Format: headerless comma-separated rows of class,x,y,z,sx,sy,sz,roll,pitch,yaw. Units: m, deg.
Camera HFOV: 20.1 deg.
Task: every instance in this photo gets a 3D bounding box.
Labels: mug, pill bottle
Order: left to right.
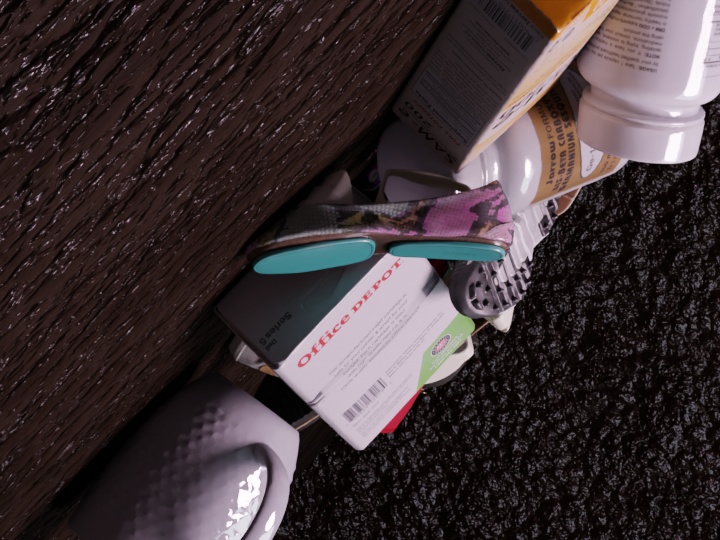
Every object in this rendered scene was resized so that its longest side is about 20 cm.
mug,-0.125,0.188,1.686,0.176,0.147,0.200,-55,-149,-6
pill bottle,0.115,-0.103,1.598,0.199,0.115,0.114,-22,161,-36
pill bottle,0.222,-0.189,1.510,0.113,0.113,0.202,-35,138,-62

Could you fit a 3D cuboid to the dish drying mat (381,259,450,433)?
dish drying mat,0.055,0.057,1.781,0.077,0.018,0.201,13,112,-49

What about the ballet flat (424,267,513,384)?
ballet flat,0.082,0.043,1.722,0.200,0.072,0.068,-41,133,-4

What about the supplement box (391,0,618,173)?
supplement box,0.115,-0.171,1.443,0.126,0.074,0.200,-42,173,-31

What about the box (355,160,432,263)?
box,0.000,0.000,1.705,0.200,0.036,0.143,-50,154,6

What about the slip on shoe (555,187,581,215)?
slip on shoe,0.191,-0.133,1.730,0.061,0.075,0.201,-92,-155,-49

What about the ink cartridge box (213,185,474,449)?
ink cartridge box,-0.008,0.038,1.614,0.146,0.084,0.200,-46,150,-4

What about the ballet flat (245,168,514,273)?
ballet flat,0.013,-0.039,1.483,0.198,0.072,0.069,-4,165,-7

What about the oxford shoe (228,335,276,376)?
oxford shoe,-0.031,0.016,1.787,0.200,0.058,0.075,-47,173,-6

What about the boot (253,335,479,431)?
boot,0.009,0.100,1.838,0.200,0.078,0.138,-40,139,11

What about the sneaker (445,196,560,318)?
sneaker,0.096,-0.018,1.654,0.090,0.067,0.200,-9,-153,28
